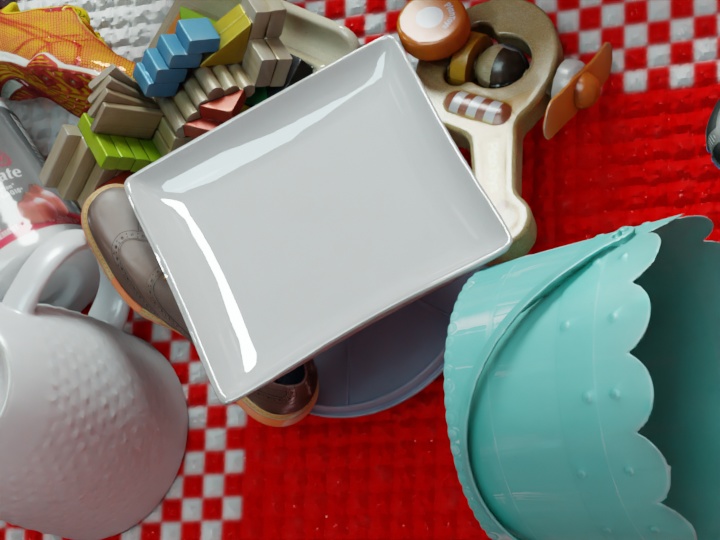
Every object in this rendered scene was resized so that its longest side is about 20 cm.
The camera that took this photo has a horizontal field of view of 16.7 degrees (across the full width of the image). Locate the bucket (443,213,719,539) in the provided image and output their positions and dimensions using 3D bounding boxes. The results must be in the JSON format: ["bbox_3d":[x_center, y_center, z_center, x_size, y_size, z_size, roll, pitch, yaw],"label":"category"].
[{"bbox_3d":[0.146,0.075,1.427,0.135,0.207,0.208,-9,72,29],"label":"bucket"}]

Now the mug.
[{"bbox_3d":[-0.209,0.069,1.612,0.147,0.175,0.200,19,86,29],"label":"mug"}]

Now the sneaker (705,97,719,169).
[{"bbox_3d":[0.286,-0.135,1.474,0.199,0.083,0.071,-37,63,13],"label":"sneaker"}]

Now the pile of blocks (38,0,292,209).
[{"bbox_3d":[-0.124,-0.105,1.608,0.200,0.082,0.062,-43,50,11],"label":"pile of blocks"}]

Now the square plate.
[{"bbox_3d":[-0.028,-0.031,1.509,0.200,0.028,0.198,-29,51,1],"label":"square plate"}]

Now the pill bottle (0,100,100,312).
[{"bbox_3d":[-0.270,-0.053,1.711,0.111,0.111,0.200,-42,63,11],"label":"pill bottle"}]

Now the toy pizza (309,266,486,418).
[{"bbox_3d":[0.000,0.000,1.608,0.200,0.032,0.201,-8,72,27],"label":"toy pizza"}]

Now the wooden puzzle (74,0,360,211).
[{"bbox_3d":[-0.108,-0.099,1.667,0.185,0.037,0.200,26,90,41],"label":"wooden puzzle"}]

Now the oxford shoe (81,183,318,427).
[{"bbox_3d":[-0.099,0.011,1.561,0.200,0.073,0.071,42,73,8],"label":"oxford shoe"}]

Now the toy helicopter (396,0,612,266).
[{"bbox_3d":[0.095,-0.090,1.542,0.132,0.079,0.200,-7,55,10],"label":"toy helicopter"}]

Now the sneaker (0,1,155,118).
[{"bbox_3d":[-0.204,-0.153,1.706,0.200,0.073,0.077,21,69,43],"label":"sneaker"}]

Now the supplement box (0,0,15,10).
[{"bbox_3d":[-0.343,-0.264,1.752,0.131,0.200,0.103,8,80,28],"label":"supplement box"}]
